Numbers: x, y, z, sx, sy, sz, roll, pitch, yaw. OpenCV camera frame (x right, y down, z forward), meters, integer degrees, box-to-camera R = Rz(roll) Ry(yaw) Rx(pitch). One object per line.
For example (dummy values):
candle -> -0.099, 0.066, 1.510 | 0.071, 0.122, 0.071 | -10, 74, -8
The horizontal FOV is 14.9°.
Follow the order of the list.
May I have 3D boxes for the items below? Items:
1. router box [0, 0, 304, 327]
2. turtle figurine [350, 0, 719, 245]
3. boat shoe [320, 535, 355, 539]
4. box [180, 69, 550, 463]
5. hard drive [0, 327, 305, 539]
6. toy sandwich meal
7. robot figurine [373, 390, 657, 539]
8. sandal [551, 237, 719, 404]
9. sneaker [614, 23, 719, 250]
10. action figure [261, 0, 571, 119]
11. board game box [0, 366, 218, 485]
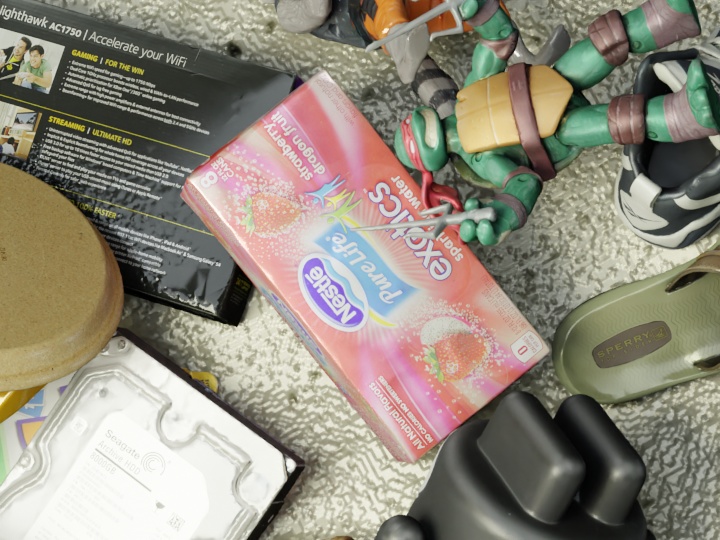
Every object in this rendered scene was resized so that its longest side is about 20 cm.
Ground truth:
router box -> -0.145, -0.067, 1.613 | 0.199, 0.051, 0.150 | 17, 85, 13
turtle figurine -> 0.084, -0.088, 1.443 | 0.199, 0.101, 0.150 | -17, 79, 12
boat shoe -> -0.024, 0.251, 1.541 | 0.064, 0.071, 0.201 | -8, 71, 15
box -> 0.000, 0.000, 1.523 | 0.103, 0.095, 0.200 | -38, 91, -6
hard drive -> -0.141, 0.151, 1.568 | 0.140, 0.038, 0.200 | 36, 94, 11
toy sandwich meal -> -0.229, 0.016, 1.519 | 0.205, 0.205, 0.070 | 32, 131, 14
robot figurine -> 0.078, 0.163, 1.477 | 0.150, 0.125, 0.200 | 25, 116, 0
sandal -> 0.200, 0.021, 1.520 | 0.201, 0.057, 0.080 | -29, 93, 9
sneaker -> 0.207, -0.105, 1.506 | 0.079, 0.130, 0.199 | 43, 93, 12
action figure -> -0.010, -0.144, 1.546 | 0.193, 0.200, 0.105 | 32, 130, 44
board game box -> -0.184, 0.100, 1.614 | 0.199, 0.030, 0.096 | 3, 84, 10
